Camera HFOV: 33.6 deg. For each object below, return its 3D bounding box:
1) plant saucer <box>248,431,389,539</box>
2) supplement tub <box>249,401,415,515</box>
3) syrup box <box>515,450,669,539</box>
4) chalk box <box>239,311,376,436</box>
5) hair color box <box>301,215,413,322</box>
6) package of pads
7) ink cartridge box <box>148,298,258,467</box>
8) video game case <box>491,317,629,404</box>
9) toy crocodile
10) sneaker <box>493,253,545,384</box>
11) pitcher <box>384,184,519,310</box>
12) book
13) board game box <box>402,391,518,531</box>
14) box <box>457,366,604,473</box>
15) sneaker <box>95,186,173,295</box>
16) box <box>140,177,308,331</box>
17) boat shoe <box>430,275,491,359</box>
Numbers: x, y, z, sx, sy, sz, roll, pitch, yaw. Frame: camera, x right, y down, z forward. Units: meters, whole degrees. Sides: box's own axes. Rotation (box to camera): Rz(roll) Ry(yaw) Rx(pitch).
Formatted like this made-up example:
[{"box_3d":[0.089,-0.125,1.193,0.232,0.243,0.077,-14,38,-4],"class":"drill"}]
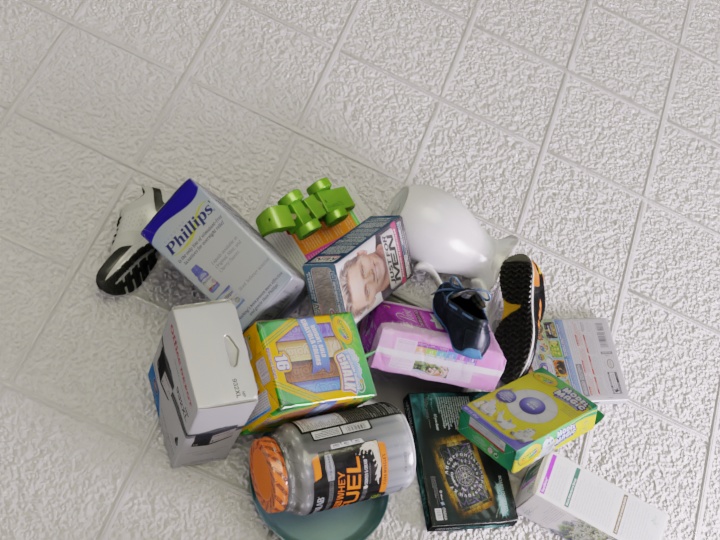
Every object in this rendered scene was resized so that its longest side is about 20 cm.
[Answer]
[{"box_3d":[-0.058,0.290,1.626,0.199,0.027,0.201,9,59,-15],"class":"plant saucer"},{"box_3d":[-0.038,0.250,1.568,0.199,0.123,0.123,-10,64,-23],"class":"supplement tub"},{"box_3d":[0.327,0.344,1.699,0.199,0.079,0.082,30,56,-1],"class":"syrup box"},{"box_3d":[-0.068,0.138,1.604,0.199,0.124,0.125,-3,68,-36],"class":"chalk box"},{"box_3d":[0.000,0.000,1.720,0.200,0.060,0.101,-38,121,-52],"class":"hair color box"},{"box_3d":[0.103,0.107,1.737,0.199,0.076,0.121,12,19,-13],"class":"package of pads"},{"box_3d":[-0.208,0.149,1.549,0.083,0.200,0.146,-7,63,-23],"class":"ink cartridge box"},{"box_3d":[0.310,0.141,1.850,0.199,0.018,0.144,0,61,-20],"class":"video game case"},{"box_3d":[-0.075,-0.086,1.750,0.068,0.062,0.200,57,35,4],"class":"toy crocodile"},{"box_3d":[0.252,0.080,1.815,0.090,0.070,0.202,26,65,-51],"class":"sneaker"},{"box_3d":[0.129,-0.028,1.831,0.199,0.121,0.172,29,59,-15],"class":"pitcher"},{"box_3d":[-0.067,-0.038,1.806,0.199,0.048,0.134,-26,76,-29],"class":"book"},{"box_3d":[0.143,0.270,1.708,0.134,0.028,0.201,1,60,-19],"class":"board game box"},{"box_3d":[0.250,0.208,1.714,0.199,0.049,0.117,-19,40,-37],"class":"box"},{"box_3d":[-0.324,-0.044,1.712,0.080,0.074,0.200,24,50,13],"class":"sneaker"},{"box_3d":[-0.180,-0.013,1.656,0.200,0.184,0.105,43,90,9],"class":"box"},{"box_3d":[0.157,0.057,1.698,0.084,0.069,0.200,11,21,-18],"class":"boat shoe"}]
